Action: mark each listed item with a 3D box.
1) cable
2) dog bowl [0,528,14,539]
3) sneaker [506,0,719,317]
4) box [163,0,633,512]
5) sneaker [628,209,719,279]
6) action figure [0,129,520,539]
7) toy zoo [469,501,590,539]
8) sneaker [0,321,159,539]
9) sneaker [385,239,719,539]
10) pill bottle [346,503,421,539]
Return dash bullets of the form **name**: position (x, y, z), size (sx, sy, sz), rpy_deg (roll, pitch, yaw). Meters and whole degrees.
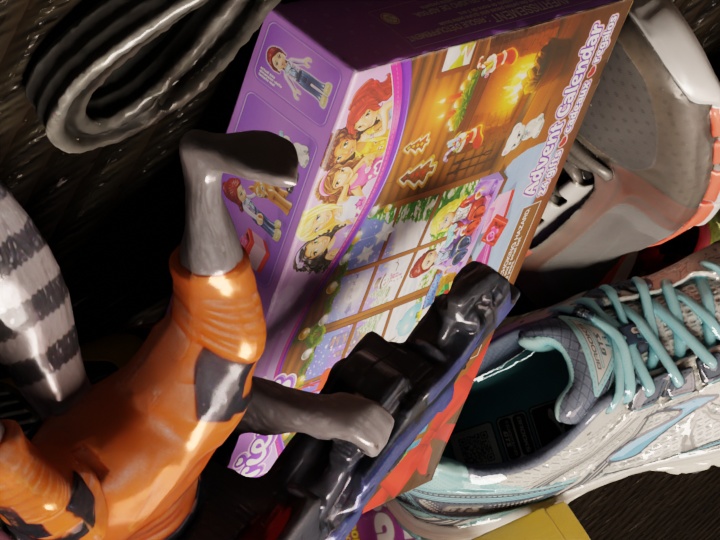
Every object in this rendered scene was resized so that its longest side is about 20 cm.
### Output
- **cable**: position (0.004, -0.089, 0.667), size (0.200, 0.050, 0.097), rpy_deg (-36, 166, -2)
- **dog bowl**: position (-0.132, 0.133, 0.741), size (0.074, 0.200, 0.200), rpy_deg (-44, 163, 17)
- **sneaker**: position (0.070, -0.027, 0.954), size (0.082, 0.077, 0.200), rpy_deg (-23, 160, -21)
- **box**: position (0.000, 0.000, 0.834), size (0.137, 0.039, 0.200), rpy_deg (-20, 139, -46)
- **sneaker**: position (0.123, -0.001, 1.147), size (0.090, 0.078, 0.200), rpy_deg (-26, 150, -34)
- **action figure**: position (-0.047, 0.037, 0.737), size (0.200, 0.104, 0.194), rpy_deg (-48, 151, -29)
- **toy zoo**: position (0.006, 0.147, 0.982), size (0.200, 0.020, 0.131), rpy_deg (-21, 155, -31)
- **sneaker**: position (-0.085, 0.080, 0.928), size (0.090, 0.070, 0.200), rpy_deg (-27, 160, -21)
- **sneaker**: position (0.096, 0.040, 0.969), size (0.200, 0.078, 0.086), rpy_deg (-29, 159, 1)
- **pill bottle**: position (-0.015, 0.111, 1.063), size (0.112, 0.112, 0.200), rpy_deg (-45, 158, 27)
